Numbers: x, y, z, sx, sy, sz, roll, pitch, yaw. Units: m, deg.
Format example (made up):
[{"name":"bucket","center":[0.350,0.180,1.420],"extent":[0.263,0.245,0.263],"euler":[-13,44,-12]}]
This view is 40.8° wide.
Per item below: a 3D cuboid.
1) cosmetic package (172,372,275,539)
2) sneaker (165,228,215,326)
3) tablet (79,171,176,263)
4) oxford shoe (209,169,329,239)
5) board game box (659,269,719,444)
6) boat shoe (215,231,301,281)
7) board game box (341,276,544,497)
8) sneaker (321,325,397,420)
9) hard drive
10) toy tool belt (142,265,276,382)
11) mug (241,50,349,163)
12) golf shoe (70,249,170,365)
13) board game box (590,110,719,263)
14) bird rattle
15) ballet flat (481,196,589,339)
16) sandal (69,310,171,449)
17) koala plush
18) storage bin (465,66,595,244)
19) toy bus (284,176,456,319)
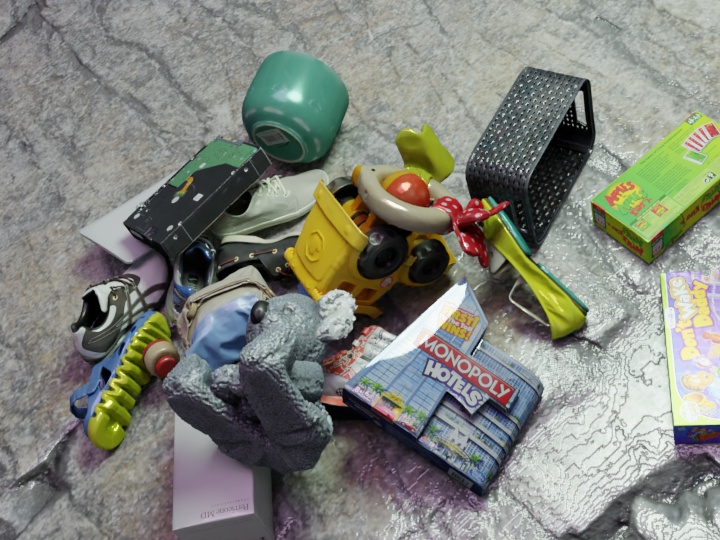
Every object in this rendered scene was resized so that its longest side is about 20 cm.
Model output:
[{"name":"cosmetic package","center":[-0.167,0.231,1.183],"extent":[0.105,0.085,0.203],"euler":[-13,50,6]},{"name":"sneaker","center":[-0.235,-0.022,1.381],"extent":[0.076,0.086,0.203],"euler":[6,55,-21]},{"name":"tablet","center":[-0.316,-0.086,1.479],"extent":[0.129,0.014,0.199],"euler":[26,48,33]},{"name":"oxford shoe","center":[-0.132,-0.107,1.420],"extent":[0.197,0.059,0.075],"euler":[-23,45,-20]},{"name":"board game box","center":[0.416,0.094,1.099],"extent":[0.132,0.045,0.203],"euler":[-5,54,16]},{"name":"boat shoe","center":[-0.111,-0.013,1.353],"extent":[0.197,0.074,0.064],"euler":[-3,60,21]},{"name":"board game box","center":[0.112,0.120,1.136],"extent":[0.198,0.062,0.201],"euler":[31,69,11]},{"name":"sneaker","center":[-0.019,0.127,1.215],"extent":[0.197,0.068,0.110],"euler":[2,60,15]},{"name":"hard drive","center":[-0.233,-0.109,1.381],"extent":[0.200,0.038,0.139],"euler":[-47,36,-17]},{"name":"toy tool belt","center":[-0.186,0.093,1.268],"extent":[0.199,0.126,0.123],"euler":[-36,43,-8]},{"name":"mug","center":[-0.106,-0.228,1.474],"extent":[0.149,0.186,0.116],"euler":[20,63,3]},{"name":"golf shoe","center":[-0.341,0.038,1.383],"extent":[0.076,0.095,0.202],"euler":[8,57,26]},{"name":"board game box","center":[0.405,-0.110,1.253],"extent":[0.199,0.048,0.101],"euler":[-39,51,-11]},{"name":"bird rattle","center":[0.074,-0.079,1.186],"extent":[0.160,0.114,0.202],"euler":[-2,44,-31]},{"name":"ballet flat","center":[0.199,0.001,1.204],"extent":[0.067,0.067,0.201],"euler":[-41,77,9]},{"name":"sandal","center":[-0.331,0.139,1.317],"extent":[0.086,0.080,0.202],"euler":[11,58,31]},{"name":"koala plush","center":[-0.094,0.108,1.124],"extent":[0.175,0.185,0.202],"euler":[-20,32,31]},{"name":"storage bin","center":[0.230,-0.155,1.290],"extent":[0.092,0.136,0.202],"euler":[18,62,29]},{"name":"toy bus","center":[0.000,0.000,1.262],"extent":[0.194,0.198,0.136],"euler":[-58,47,20]}]
